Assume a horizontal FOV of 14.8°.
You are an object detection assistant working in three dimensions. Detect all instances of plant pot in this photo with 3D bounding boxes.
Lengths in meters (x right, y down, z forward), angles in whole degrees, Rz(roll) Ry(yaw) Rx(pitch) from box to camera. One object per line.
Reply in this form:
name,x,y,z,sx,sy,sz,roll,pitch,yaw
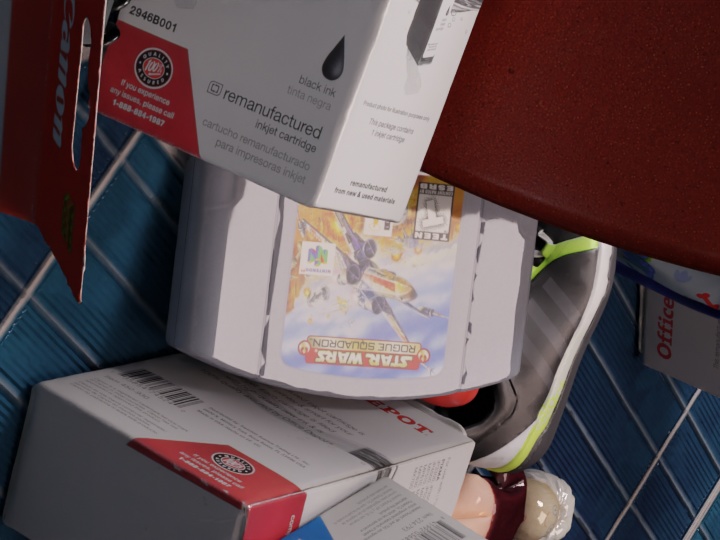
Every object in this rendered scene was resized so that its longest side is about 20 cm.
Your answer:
plant pot,0.168,-0.099,1.364,0.200,0.176,0.200,-6,127,-61

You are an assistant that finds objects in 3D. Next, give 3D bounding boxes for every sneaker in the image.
sneaker,0.093,0.030,1.677,0.083,0.072,0.200,14,90,-41

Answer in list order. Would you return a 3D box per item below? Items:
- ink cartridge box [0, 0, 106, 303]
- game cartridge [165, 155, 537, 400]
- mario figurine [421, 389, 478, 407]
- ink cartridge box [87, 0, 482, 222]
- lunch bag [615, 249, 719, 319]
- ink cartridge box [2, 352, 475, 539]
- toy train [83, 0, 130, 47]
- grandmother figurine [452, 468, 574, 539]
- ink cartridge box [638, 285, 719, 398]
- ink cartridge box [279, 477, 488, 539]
ink cartridge box,-0.151,-0.100,1.090,0.050,0.200,0.162,-3,120,-20
game cartridge,0.000,0.000,1.440,0.200,0.042,0.133,4,90,-26
mario figurine,0.063,-0.011,1.573,0.123,0.106,0.200,-34,136,-41
ink cartridge box,-0.022,-0.142,1.303,0.084,0.144,0.200,9,103,-59
lunch bag,0.253,-0.056,1.739,0.170,0.200,0.127,-56,148,-15
ink cartridge box,-0.060,0.107,1.427,0.200,0.147,0.083,-10,121,-53
toy train,-0.112,-0.156,1.183,0.200,0.046,0.034,-80,169,-52
grandmother figurine,0.071,0.158,1.757,0.200,0.061,0.121,-1,121,-54
ink cartridge box,0.292,0.023,1.858,0.088,0.200,0.145,-41,142,-40
ink cartridge box,0.047,0.190,1.311,0.116,0.200,0.067,-27,138,-44
